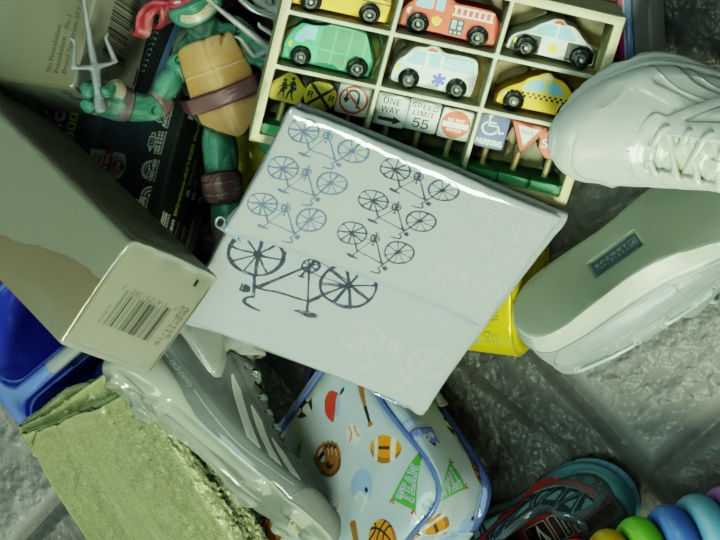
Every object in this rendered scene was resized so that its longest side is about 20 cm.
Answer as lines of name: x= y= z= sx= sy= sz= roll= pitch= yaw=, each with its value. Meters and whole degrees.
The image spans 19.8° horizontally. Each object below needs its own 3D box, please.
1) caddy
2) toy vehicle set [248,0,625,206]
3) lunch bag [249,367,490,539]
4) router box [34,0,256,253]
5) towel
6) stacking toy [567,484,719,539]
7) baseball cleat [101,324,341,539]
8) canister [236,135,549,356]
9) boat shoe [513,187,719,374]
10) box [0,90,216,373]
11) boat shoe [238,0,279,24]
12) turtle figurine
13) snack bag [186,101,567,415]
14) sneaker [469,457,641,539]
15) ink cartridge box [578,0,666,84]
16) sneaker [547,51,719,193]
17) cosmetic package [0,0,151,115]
caddy: x=-0.181 y=0.041 z=1.469 sx=0.200 sy=0.105 sz=0.142 roll=-38 pitch=89 yaw=30
toy vehicle set: x=0.043 y=-0.117 z=1.223 sx=0.199 sy=0.027 sz=0.125 roll=11 pitch=115 yaw=-8
lunch bag: x=-0.005 y=0.154 z=1.426 sx=0.200 sy=0.075 sz=0.161 roll=-54 pitch=56 yaw=27
router box: x=-0.170 y=-0.103 z=1.393 sx=0.149 sy=0.062 sz=0.201 roll=11 pitch=82 yaw=25
towel: x=-0.143 y=0.161 z=1.436 sx=0.148 sy=0.036 sz=0.201 roll=-27 pitch=100 yaw=43
stacking toy: x=0.175 y=0.189 z=1.301 sx=0.199 sy=0.085 sz=0.086 roll=-12 pitch=105 yaw=-14
baseball cleat: x=-0.073 y=0.094 z=1.363 sx=0.200 sy=0.107 sz=0.070 roll=42 pitch=154 yaw=-16
canister: x=0.021 y=-0.024 z=1.366 sx=0.199 sy=0.087 sz=0.149 roll=6 pitch=108 yaw=22
boat shoe: x=0.192 y=-0.003 z=1.300 sx=0.200 sy=0.070 sz=0.072 roll=-32 pitch=136 yaw=10
box: x=-0.192 y=-0.032 z=1.285 sx=0.200 sy=0.095 sz=0.078 roll=42 pitch=99 yaw=35
boat shoe: x=-0.058 y=-0.198 z=1.302 sx=0.085 sy=0.075 sz=0.202 roll=2 pitch=150 yaw=2
turtle figurine: x=-0.086 y=-0.111 z=1.290 sx=0.149 sy=0.101 sz=0.201 roll=-19 pitch=103 yaw=24
snack bag: x=0.000 y=0.000 z=1.275 sx=0.188 sy=0.021 sz=0.200 roll=21 pitch=130 yaw=-16
sneaker: x=0.094 y=0.197 z=1.395 sx=0.200 sy=0.095 sz=0.079 roll=-42 pitch=86 yaw=29
ink cartridge box: x=0.086 y=-0.166 z=1.296 sx=0.199 sy=0.076 sz=0.137 roll=3 pitch=108 yaw=26
sneaker: x=0.210 y=-0.076 z=1.200 sx=0.199 sy=0.100 sz=0.078 roll=-6 pitch=122 yaw=-11
cosmetic package: x=-0.242 y=-0.167 z=1.364 sx=0.199 sy=0.073 sz=0.104 roll=8 pitch=81 yaw=25
